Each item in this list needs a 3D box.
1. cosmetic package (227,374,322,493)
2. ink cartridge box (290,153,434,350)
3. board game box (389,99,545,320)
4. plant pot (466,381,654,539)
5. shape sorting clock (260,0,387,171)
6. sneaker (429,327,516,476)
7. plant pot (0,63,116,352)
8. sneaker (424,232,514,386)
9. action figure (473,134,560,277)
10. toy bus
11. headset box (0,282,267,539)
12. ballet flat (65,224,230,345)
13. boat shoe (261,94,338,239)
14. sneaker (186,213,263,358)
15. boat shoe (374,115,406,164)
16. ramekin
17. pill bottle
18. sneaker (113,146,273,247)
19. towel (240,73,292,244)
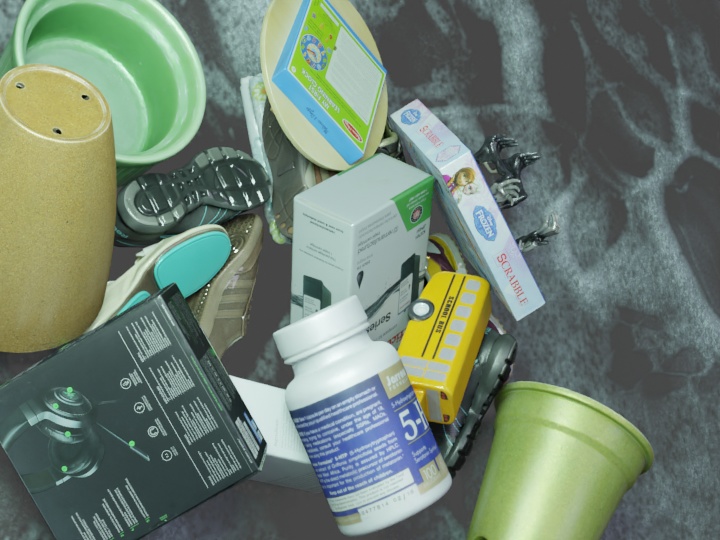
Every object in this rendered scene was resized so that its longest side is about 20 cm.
[{"bbox_3d":[-0.089,0.165,1.224,0.198,0.101,0.075,21,60,-35],"label":"cosmetic package"},{"bbox_3d":[0.000,0.000,1.301,0.146,0.082,0.203,-33,137,-43],"label":"ink cartridge box"},{"bbox_3d":[0.116,-0.071,1.350,0.041,0.200,0.202,-30,117,0],"label":"board game box"},{"bbox_3d":[0.210,0.259,1.403,0.200,0.199,0.186,39,64,-22],"label":"plant pot"},{"bbox_3d":[-0.037,-0.204,1.295,0.199,0.039,0.203,23,61,-49],"label":"shape sorting clock"},{"bbox_3d":[0.104,0.154,1.390,0.078,0.075,0.202,25,83,15],"label":"sneaker"},{"bbox_3d":[-0.282,-0.066,1.037,0.184,0.201,0.188,17,42,-16],"label":"plant pot"},{"bbox_3d":[0.103,0.059,1.454,0.089,0.075,0.202,-25,83,-41],"label":"sneaker"},{"bbox_3d":[0.186,-0.074,1.554,0.118,0.101,0.203,34,52,-40],"label":"action figure"},{"bbox_3d":[0.078,0.095,1.310,0.066,0.077,0.202,81,25,-46],"label":"toy bus"},{"bbox_3d":[-0.209,0.139,1.072,0.176,0.198,0.093,59,2,-5],"label":"headset box"},{"bbox_3d":[-0.212,0.014,1.191,0.200,0.069,0.070,-43,102,-32],"label":"ballet flat"},{"bbox_3d":[-0.058,-0.129,1.330,0.071,0.075,0.204,6,77,-42],"label":"boat shoe"},{"bbox_3d":[-0.145,0.031,1.263,0.076,0.069,0.202,61,41,-38],"label":"sneaker"},{"bbox_3d":[0.015,-0.134,1.388,0.073,0.064,0.202,-36,98,-42],"label":"boat shoe"},{"bbox_3d":[-0.259,-0.177,1.200,0.198,0.097,0.203,17,59,-32],"label":"ramekin"},{"bbox_3d":[-0.004,0.134,1.160,0.119,0.119,0.203,-24,91,-43],"label":"pill bottle"},{"bbox_3d":[-0.177,-0.072,1.254,0.198,0.079,0.076,-17,74,-43],"label":"sneaker"},{"bbox_3d":[-0.049,-0.130,1.410,0.169,0.048,0.203,-5,77,-39],"label":"towel"}]
